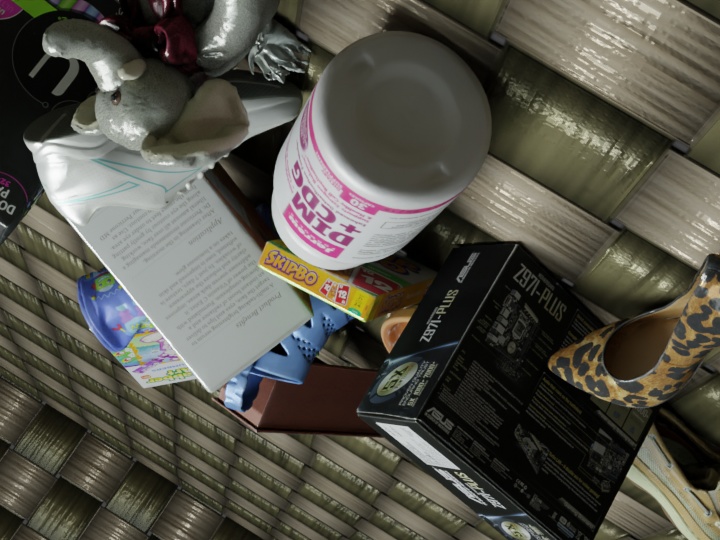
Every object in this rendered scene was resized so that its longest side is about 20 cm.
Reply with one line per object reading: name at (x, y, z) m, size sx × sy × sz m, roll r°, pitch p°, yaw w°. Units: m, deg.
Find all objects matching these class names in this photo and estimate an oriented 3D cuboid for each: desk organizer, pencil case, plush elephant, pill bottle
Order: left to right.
plush elephant at (-0.131, -0.148, 0.823) m, size 0.165 × 0.155 × 0.200 m, roll 11°, pitch 151°, yaw 45°
pencil case at (-0.156, 0.009, 1.187) m, size 0.087 × 0.200 × 0.078 m, roll 68°, pitch -178°, yaw -49°
desk organizer at (-0.048, 0.121, 1.339) m, size 0.072 × 0.077 × 0.200 m, roll 30°, pitch -168°, yaw 39°
pill bottle at (0.004, -0.069, 0.867) m, size 0.113 × 0.113 × 0.200 m, roll 34°, pitch 160°, yaw -4°

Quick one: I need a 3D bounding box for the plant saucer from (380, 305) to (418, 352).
plant saucer at (0.113, 0.090, 1.192) m, size 0.200 × 0.037 × 0.200 m, roll 28°, pitch 159°, yaw 12°

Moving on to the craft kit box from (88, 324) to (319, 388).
craft kit box at (-0.154, 0.056, 1.320) m, size 0.200 × 0.049 × 0.198 m, roll -11°, pitch 160°, yaw 3°

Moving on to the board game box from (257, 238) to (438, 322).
board game box at (0.000, 0.000, 1.043) m, size 0.095 × 0.030 × 0.200 m, roll 27°, pitch -169°, yaw 15°

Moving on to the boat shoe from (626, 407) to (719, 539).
boat shoe at (0.296, 0.184, 1.103) m, size 0.200 × 0.072 × 0.076 m, roll 36°, pitch 144°, yaw -14°

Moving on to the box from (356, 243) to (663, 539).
box at (0.123, 0.103, 1.021) m, size 0.200 × 0.164 × 0.086 m, roll 41°, pitch 159°, yaw -24°

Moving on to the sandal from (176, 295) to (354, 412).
sandal at (-0.068, 0.069, 1.210) m, size 0.079 × 0.200 × 0.087 m, roll 47°, pitch -161°, yaw -71°

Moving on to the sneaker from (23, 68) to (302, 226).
sneaker at (-0.137, -0.092, 0.938) m, size 0.070 × 0.200 × 0.080 m, roll -127°, pitch 23°, yaw -59°

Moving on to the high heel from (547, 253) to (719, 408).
high heel at (0.192, 0.033, 0.873) m, size 0.200 × 0.072 × 0.143 m, roll -7°, pitch 146°, yaw 37°

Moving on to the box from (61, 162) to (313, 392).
box at (-0.141, -0.026, 1.059) m, size 0.200 × 0.106 × 0.152 m, roll 52°, pitch -177°, yaw -14°

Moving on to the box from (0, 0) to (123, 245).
box at (-0.273, -0.141, 0.982) m, size 0.148 × 0.200 × 0.124 m, roll 38°, pitch 162°, yaw -12°
